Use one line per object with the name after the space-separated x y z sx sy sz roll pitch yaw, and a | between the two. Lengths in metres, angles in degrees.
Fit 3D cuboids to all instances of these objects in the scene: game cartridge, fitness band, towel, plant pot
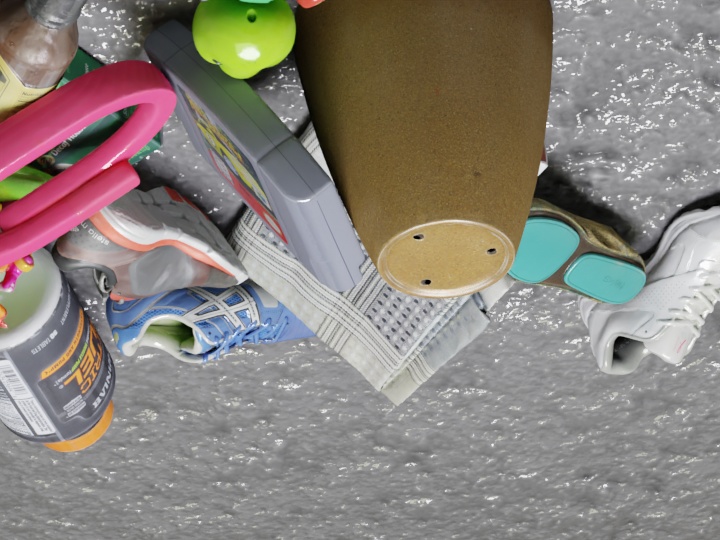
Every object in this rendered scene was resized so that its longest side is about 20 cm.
-0.075 -0.083 1.560 0.041 0.200 0.133 -35 145 -13 | game cartridge
-0.212 -0.071 1.543 0.200 0.037 0.144 -34 161 -9 | fitness band
0.000 0.000 1.733 0.200 0.035 0.193 40 136 0 | towel
0.048 -0.088 1.555 0.186 0.200 0.187 -2 146 -2 | plant pot

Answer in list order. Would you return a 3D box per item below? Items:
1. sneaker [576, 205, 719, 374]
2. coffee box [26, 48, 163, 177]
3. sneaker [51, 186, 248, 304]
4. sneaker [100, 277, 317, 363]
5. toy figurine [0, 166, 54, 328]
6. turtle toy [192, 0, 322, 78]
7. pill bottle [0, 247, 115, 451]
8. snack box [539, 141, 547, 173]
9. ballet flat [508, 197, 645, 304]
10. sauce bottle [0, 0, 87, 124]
0.261 0.024 1.830 0.078 0.100 0.200 20 139 -31 | sneaker
-0.250 -0.121 1.605 0.123 0.044 0.200 -26 140 27 | coffee box
-0.164 -0.014 1.707 0.082 0.077 0.200 -45 149 14 | sneaker
-0.112 0.041 1.831 0.200 0.077 0.076 3 143 -14 | sneaker
-0.305 0.030 1.652 0.200 0.184 0.150 -9 151 37 | toy figurine
-0.065 -0.209 1.449 0.145 0.101 0.200 2 145 -10 | turtle toy
-0.261 0.070 1.830 0.106 0.106 0.200 -10 146 7 | pill bottle
0.077 -0.055 1.717 0.024 0.072 0.200 15 141 -25 | snack box
0.149 -0.022 1.764 0.071 0.071 0.200 -28 151 30 | ballet flat
-0.226 -0.139 1.495 0.065 0.065 0.200 15 135 -26 | sauce bottle
